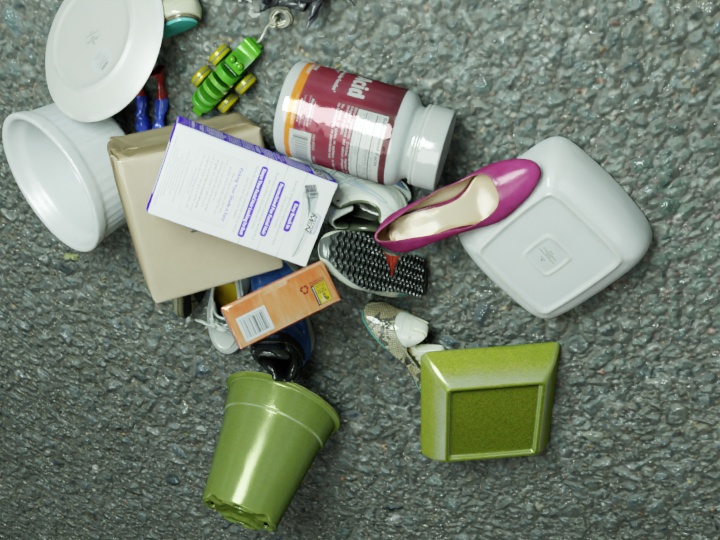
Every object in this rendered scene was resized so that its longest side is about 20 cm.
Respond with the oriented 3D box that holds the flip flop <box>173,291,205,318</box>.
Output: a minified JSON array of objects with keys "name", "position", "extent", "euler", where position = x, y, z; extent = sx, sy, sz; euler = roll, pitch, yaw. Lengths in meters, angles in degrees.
[{"name":"flip flop","position":[-0.262,-0.014,1.121],"extent":[0.057,0.081,0.202],"euler":[30,133,16]}]

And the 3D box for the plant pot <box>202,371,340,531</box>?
[{"name":"plant pot","position":[-0.153,0.290,1.165],"extent":[0.197,0.192,0.201],"euler":[16,147,10]}]

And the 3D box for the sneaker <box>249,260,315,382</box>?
[{"name":"sneaker","position":[-0.123,0.071,1.094],"extent":[0.076,0.112,0.202],"euler":[-4,121,16]}]

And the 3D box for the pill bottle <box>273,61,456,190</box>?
[{"name":"pill bottle","position":[0.007,-0.169,0.893],"extent":[0.197,0.115,0.115],"euler":[17,126,8]}]

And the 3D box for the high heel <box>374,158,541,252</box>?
[{"name":"high heel","position":[0.111,-0.071,0.869],"extent":[0.199,0.096,0.068],"euler":[-30,83,29]}]

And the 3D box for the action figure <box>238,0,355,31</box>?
[{"name":"action figure","position":[-0.100,-0.339,0.829],"extent":[0.198,0.102,0.120],"euler":[20,115,8]}]

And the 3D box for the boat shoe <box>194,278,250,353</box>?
[{"name":"boat shoe","position":[-0.205,0.063,1.136],"extent":[0.074,0.086,0.204],"euler":[22,126,5]}]

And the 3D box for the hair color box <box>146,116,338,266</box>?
[{"name":"hair color box","position":[-0.139,-0.092,0.888],"extent":[0.198,0.065,0.110],"euler":[20,104,-17]}]

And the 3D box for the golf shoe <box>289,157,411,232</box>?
[{"name":"golf shoe","position":[-0.037,-0.096,0.968],"extent":[0.197,0.098,0.079],"euler":[11,127,13]}]

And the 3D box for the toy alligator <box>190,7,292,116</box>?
[{"name":"toy alligator","position":[-0.159,-0.251,0.934],"extent":[0.059,0.054,0.199],"euler":[45,125,-13]}]

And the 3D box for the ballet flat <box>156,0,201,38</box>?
[{"name":"ballet flat","position":[-0.282,-0.308,0.942],"extent":[0.198,0.070,0.070],"euler":[-16,116,25]}]

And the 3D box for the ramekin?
[{"name":"ramekin","position":[-0.386,-0.136,1.029],"extent":[0.199,0.097,0.202],"euler":[27,136,29]}]

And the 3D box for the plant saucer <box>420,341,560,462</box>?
[{"name":"plant saucer","position":[0.186,0.203,1.076],"extent":[0.197,0.048,0.202],"euler":[-4,122,-1]}]

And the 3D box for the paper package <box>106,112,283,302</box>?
[{"name":"paper package","position":[-0.210,-0.086,0.977],"extent":[0.188,0.104,0.202],"euler":[-16,119,-16]}]

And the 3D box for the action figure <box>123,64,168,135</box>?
[{"name":"action figure","position":[-0.287,-0.179,1.033],"extent":[0.064,0.052,0.202],"euler":[8,127,10]}]

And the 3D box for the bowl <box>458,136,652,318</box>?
[{"name":"bowl","position":[0.234,-0.035,0.927],"extent":[0.200,0.075,0.199],"euler":[41,126,-12]}]

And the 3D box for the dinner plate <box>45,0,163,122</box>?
[{"name":"dinner plate","position":[-0.321,-0.282,0.914],"extent":[0.198,0.024,0.203],"euler":[-4,82,27]}]

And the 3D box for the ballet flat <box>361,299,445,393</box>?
[{"name":"ballet flat","position":[0.084,0.112,1.077],"extent":[0.075,0.068,0.201],"euler":[-15,121,41]}]

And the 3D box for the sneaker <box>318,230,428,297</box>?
[{"name":"sneaker","position":[0.000,0.000,0.985],"extent":[0.093,0.071,0.198],"euler":[-8,164,41]}]

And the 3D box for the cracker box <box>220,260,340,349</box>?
[{"name":"cracker box","position":[-0.108,0.046,0.966],"extent":[0.133,0.200,0.058],"euler":[-26,91,-11]}]
